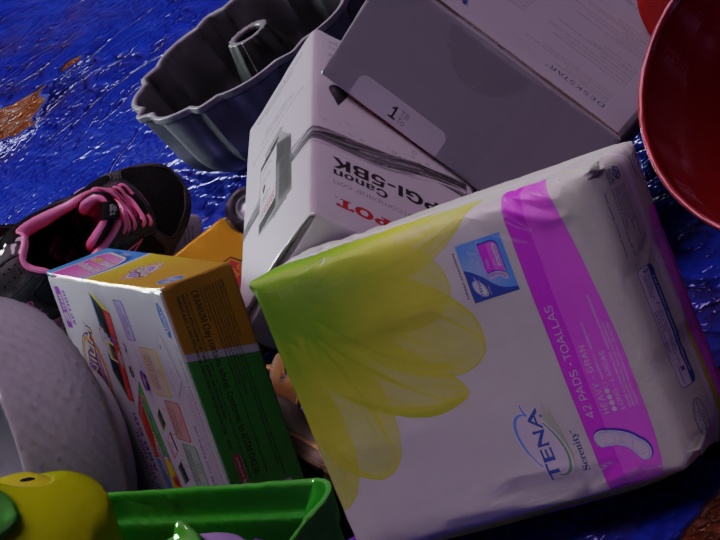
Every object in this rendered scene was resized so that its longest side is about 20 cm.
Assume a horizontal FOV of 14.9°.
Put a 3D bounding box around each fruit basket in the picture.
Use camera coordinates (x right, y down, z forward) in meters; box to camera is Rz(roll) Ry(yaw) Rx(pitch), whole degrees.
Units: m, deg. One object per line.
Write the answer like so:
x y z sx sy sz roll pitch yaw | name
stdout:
-0.120 0.146 1.301 0.215 0.216 0.156 -9 34 48 | fruit basket

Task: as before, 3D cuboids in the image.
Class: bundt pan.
-0.061 -0.142 1.974 0.202 0.076 0.202 -30 23 14 | bundt pan

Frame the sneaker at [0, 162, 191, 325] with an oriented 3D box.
-0.158 -0.021 1.638 0.200 0.079 0.095 -36 -6 -47 | sneaker

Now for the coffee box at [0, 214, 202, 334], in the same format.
-0.210 0.010 1.737 0.200 0.080 0.113 -5 1 -39 | coffee box

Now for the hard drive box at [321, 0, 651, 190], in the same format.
0.090 -0.121 1.532 0.077 0.156 0.200 -55 -5 27 | hard drive box

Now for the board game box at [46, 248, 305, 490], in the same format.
-0.097 0.068 1.464 0.040 0.153 0.200 -22 12 -21 | board game box

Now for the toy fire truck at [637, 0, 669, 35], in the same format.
0.222 -0.122 1.485 0.200 0.049 0.141 20 36 33 | toy fire truck

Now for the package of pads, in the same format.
0.064 0.043 1.309 0.200 0.155 0.068 -18 8 31 | package of pads

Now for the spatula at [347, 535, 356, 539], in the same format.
-0.036 0.153 1.400 0.056 0.021 0.200 -32 13 -37 | spatula

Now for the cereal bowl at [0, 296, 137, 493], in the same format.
-0.179 0.105 1.509 0.083 0.201 0.200 -15 12 -27 | cereal bowl

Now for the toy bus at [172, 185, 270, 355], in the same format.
-0.102 0.032 1.656 0.200 0.078 0.065 -39 -14 -10 | toy bus

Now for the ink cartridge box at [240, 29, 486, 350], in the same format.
0.018 -0.024 1.476 0.083 0.147 0.200 -57 18 28 | ink cartridge box

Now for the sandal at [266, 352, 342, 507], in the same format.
-0.029 0.075 1.475 0.054 0.080 0.200 -48 29 -5 | sandal

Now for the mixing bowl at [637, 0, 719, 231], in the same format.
0.243 -0.073 1.310 0.200 0.108 0.201 -15 55 22 | mixing bowl
